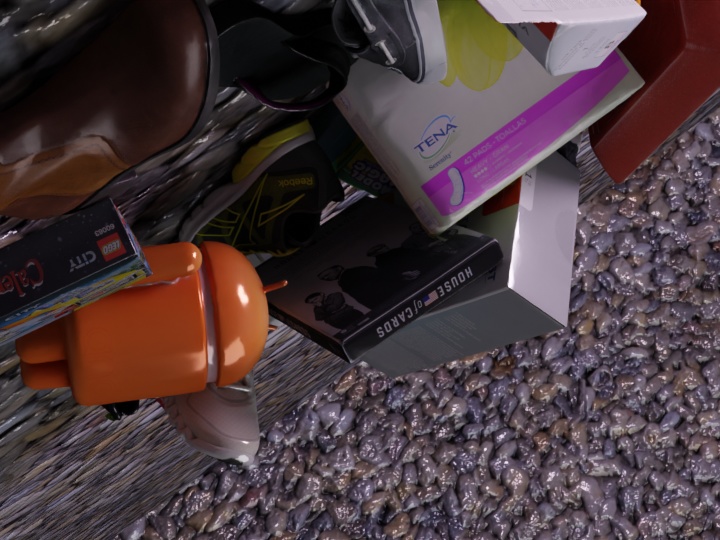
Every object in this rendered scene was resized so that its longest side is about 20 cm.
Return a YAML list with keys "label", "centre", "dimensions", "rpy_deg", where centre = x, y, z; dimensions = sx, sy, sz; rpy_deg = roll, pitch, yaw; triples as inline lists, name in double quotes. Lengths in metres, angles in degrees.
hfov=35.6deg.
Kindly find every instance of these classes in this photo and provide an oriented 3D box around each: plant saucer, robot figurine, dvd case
- label: "plant saucer"
  centre: [0.230, -0.203, 0.916]
  dimensions: [0.037, 0.200, 0.200]
  rpy_deg: [5, 156, -16]
- label: "plant saucer"
  centre: [-0.032, -0.112, 0.985]
  dimensions: [0.070, 0.019, 0.200]
  rpy_deg: [-27, 168, -46]
- label: "robot figurine"
  centre: [-0.157, 0.039, 0.848]
  dimensions: [0.199, 0.144, 0.117]
  rpy_deg: [-7, -162, -14]
- label: "dvd case"
  centre: [0.000, 0.000, 0.908]
  dimensions: [0.150, 0.025, 0.200]
  rpy_deg: [-33, -154, -18]

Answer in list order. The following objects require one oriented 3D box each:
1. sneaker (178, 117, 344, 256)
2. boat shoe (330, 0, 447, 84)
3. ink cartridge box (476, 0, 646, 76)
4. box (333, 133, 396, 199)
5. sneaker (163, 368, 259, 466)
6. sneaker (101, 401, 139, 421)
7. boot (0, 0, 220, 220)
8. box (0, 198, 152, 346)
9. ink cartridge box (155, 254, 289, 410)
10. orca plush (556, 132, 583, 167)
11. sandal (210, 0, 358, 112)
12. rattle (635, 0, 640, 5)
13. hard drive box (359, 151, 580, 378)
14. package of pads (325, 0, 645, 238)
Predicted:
- label: "sneaker"
  centre: [-0.086, -0.039, 0.937]
  dimensions: [0.074, 0.085, 0.200]
  rpy_deg: [-27, 167, -43]
- label: "boat shoe"
  centre: [0.015, -0.166, 0.729]
  dimensions: [0.068, 0.072, 0.200]
  rpy_deg: [-19, 171, 3]
- label: "ink cartridge box"
  centre: [0.046, -0.166, 0.562]
  dimensions: [0.200, 0.163, 0.057]
  rpy_deg: [-25, 160, -53]
- label: "box"
  centre: [0.062, -0.120, 1.013]
  dimensions: [0.200, 0.117, 0.048]
  rpy_deg: [-44, -148, 42]
- label: "sneaker"
  centre: [-0.123, 0.082, 0.951]
  dimensions: [0.075, 0.200, 0.081]
  rpy_deg: [20, 116, -32]
- label: "sneaker"
  centre: [-0.204, 0.081, 1.092]
  dimensions: [0.072, 0.083, 0.200]
  rpy_deg: [-27, 166, -49]
- label: "boot"
  centre: [-0.183, -0.069, 0.548]
  dimensions: [0.200, 0.069, 0.188]
  rpy_deg: [-20, 175, -44]
- label: "box"
  centre: [-0.231, 0.023, 0.691]
  dimensions: [0.200, 0.038, 0.137]
  rpy_deg: [-26, 178, -9]
- label: "ink cartridge box"
  centre: [-0.129, 0.046, 1.177]
  dimensions: [0.200, 0.084, 0.144]
  rpy_deg: [-42, 174, 23]
- label: "orca plush"
  centre: [0.192, -0.153, 1.035]
  dimensions: [0.071, 0.105, 0.200]
  rpy_deg: [-27, -138, 46]
- label: "sandal"
  centre: [-0.049, -0.130, 0.734]
  dimensions: [0.075, 0.048, 0.200]
  rpy_deg: [-41, 169, 24]
- label: "rattle"
  centre: [0.206, -0.256, 0.806]
  dimensions: [0.200, 0.143, 0.130]
  rpy_deg: [-16, 143, -51]
- label: "hard drive box"
  centre: [0.084, -0.010, 0.964]
  dimensions: [0.200, 0.077, 0.156]
  rpy_deg: [-22, -134, 43]
- label: "package of pads"
  centre: [0.091, -0.144, 0.860]
  dimensions: [0.200, 0.155, 0.068]
  rpy_deg: [-36, 178, -5]
